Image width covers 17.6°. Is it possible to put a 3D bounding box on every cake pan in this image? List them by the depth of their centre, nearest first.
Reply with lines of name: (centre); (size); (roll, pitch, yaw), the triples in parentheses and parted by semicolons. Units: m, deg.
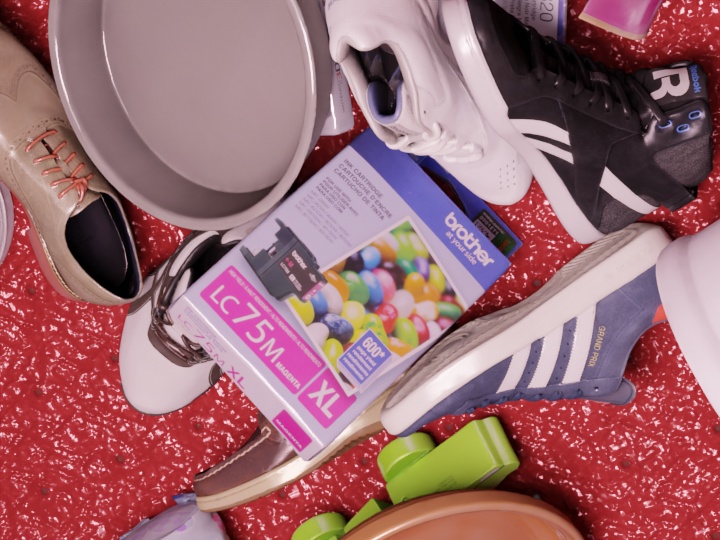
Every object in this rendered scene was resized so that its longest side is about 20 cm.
cake pan: (-0.096, -0.123, 1.348); (0.200, 0.037, 0.200); (14, 115, 33)

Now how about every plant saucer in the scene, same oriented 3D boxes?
plant saucer: (0.043, 0.200, 1.415); (0.200, 0.037, 0.200); (-12, 133, -13)

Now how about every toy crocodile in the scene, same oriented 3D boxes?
toy crocodile: (0.020, 0.163, 1.452); (0.200, 0.062, 0.068); (-43, 55, 19)

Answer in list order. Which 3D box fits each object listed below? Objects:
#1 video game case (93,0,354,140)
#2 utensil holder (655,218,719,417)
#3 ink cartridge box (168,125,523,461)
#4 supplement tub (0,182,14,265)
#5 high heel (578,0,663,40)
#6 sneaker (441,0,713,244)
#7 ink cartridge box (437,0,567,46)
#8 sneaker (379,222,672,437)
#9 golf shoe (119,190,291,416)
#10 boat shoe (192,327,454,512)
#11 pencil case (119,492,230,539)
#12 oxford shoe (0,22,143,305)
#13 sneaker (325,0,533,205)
video game case: (-0.102, -0.167, 1.374); (0.200, 0.023, 0.182); (1, 108, 37)
utensil holder: (0.289, 0.007, 1.263); (0.200, 0.170, 0.170); (-34, 94, 21)
ink cartridge box: (0.000, 0.000, 1.345); (0.119, 0.200, 0.042); (47, 152, 0)
supplement tub: (-0.309, -0.013, 1.423); (0.140, 0.200, 0.140); (5, 107, 16)
high heel: (0.088, -0.202, 1.263); (0.200, 0.067, 0.096); (26, 124, 1)
sneaker: (0.132, -0.104, 1.296); (0.112, 0.073, 0.200); (-24, 137, 16)
ink cartridge box: (0.028, -0.231, 1.336); (0.200, 0.041, 0.200); (7, 110, 15)
sneaker: (0.110, 0.057, 1.359); (0.200, 0.075, 0.085); (-32, 101, 2)
golf shoe: (-0.105, 0.024, 1.424); (0.078, 0.094, 0.200); (36, 122, 3)
boat shoe: (-0.027, 0.080, 1.439); (0.200, 0.072, 0.072); (-31, 88, 19)
pencil case: (-0.089, 0.245, 1.496); (0.200, 0.083, 0.091); (58, 145, -5)
oxford shoe: (-0.184, -0.066, 1.415); (0.075, 0.070, 0.200); (15, 139, 57)
sneaker: (0.034, -0.096, 1.324); (0.074, 0.087, 0.200); (-17, 134, 32)
